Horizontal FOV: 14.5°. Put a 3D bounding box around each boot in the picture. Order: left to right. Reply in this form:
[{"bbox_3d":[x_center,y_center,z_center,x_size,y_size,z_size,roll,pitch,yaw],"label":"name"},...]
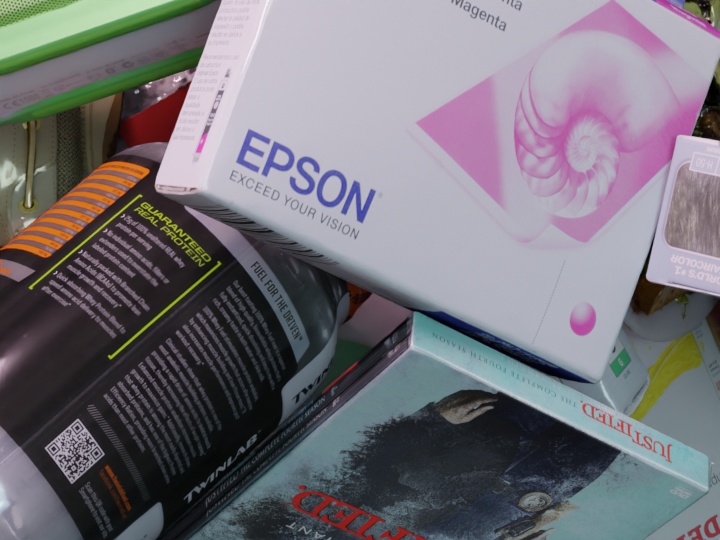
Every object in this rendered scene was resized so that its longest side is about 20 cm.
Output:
[{"bbox_3d":[-0.181,-0.043,1.170,0.155,0.073,0.200,12,69,-18],"label":"boot"}]

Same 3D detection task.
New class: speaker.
[{"bbox_3d":[-0.098,-0.113,1.091,0.200,0.088,0.089,-18,91,12],"label":"speaker"}]

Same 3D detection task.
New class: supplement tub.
[{"bbox_3d":[-0.094,0.035,1.077,0.200,0.123,0.123,-41,99,-25],"label":"supplement tub"}]

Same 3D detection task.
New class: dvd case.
[{"bbox_3d":[0.021,0.101,1.130,0.146,0.200,0.022,27,45,-24],"label":"dvd case"}]

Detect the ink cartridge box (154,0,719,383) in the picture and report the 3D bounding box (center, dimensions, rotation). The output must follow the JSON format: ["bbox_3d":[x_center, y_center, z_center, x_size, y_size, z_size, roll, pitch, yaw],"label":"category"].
[{"bbox_3d":[0.043,-0.084,1.050,0.196,0.043,0.200,24,82,-32],"label":"ink cartridge box"}]

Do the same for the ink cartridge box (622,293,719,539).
[{"bbox_3d":[0.103,0.045,1.247,0.145,0.083,0.200,-25,94,-40],"label":"ink cartridge box"}]

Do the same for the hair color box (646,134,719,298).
[{"bbox_3d":[0.215,-0.004,1.117,0.200,0.099,0.061,8,95,-47],"label":"hair color box"}]

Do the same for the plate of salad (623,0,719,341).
[{"bbox_3d":[0.144,-0.069,1.185,0.200,0.048,0.200,-17,110,-57],"label":"plate of salad"}]

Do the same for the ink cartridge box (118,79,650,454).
[{"bbox_3d":[0.000,0.000,1.156,0.200,0.161,0.050,58,30,-9],"label":"ink cartridge box"}]
